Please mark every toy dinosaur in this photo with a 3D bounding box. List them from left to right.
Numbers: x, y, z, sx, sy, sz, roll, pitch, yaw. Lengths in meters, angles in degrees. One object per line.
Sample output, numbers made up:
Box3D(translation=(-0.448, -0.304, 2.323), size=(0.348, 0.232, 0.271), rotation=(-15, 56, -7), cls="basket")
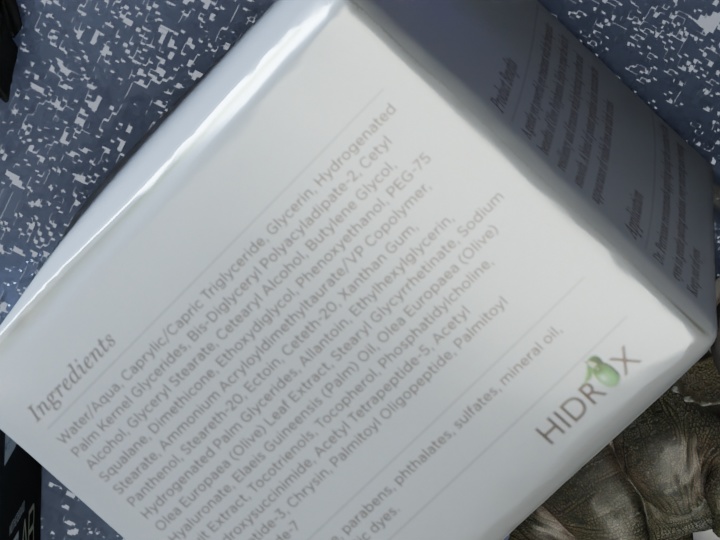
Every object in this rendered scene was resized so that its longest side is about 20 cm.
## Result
Box3D(translation=(0.112, 0.079, 1.035), size=(0.200, 0.077, 0.102), rotation=(-36, 76, 28), cls="toy dinosaur")

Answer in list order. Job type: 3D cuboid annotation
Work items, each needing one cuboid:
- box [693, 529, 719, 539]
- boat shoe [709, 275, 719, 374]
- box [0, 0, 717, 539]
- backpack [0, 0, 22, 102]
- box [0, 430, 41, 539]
Box3D(translation=(0.190, 0.070, 1.068), size=(0.119, 0.041, 0.200), rotation=(22, 108, -1), cls="box")
Box3D(translation=(0.191, 0.071, 0.955), size=(0.067, 0.057, 0.200), rotation=(-45, 116, 6), cls="boat shoe")
Box3D(translation=(0.000, 0.000, 0.979), size=(0.171, 0.199, 0.200), rotation=(43, 108, -8), cls="box")
Box3D(translation=(-0.244, -0.105, 1.000), size=(0.200, 0.153, 0.176), rotation=(-2, 114, 14), cls="backpack")
Box3D(translation=(-0.162, 0.135, 1.044), size=(0.044, 0.200, 0.160), rotation=(5, 109, 4), cls="box")
